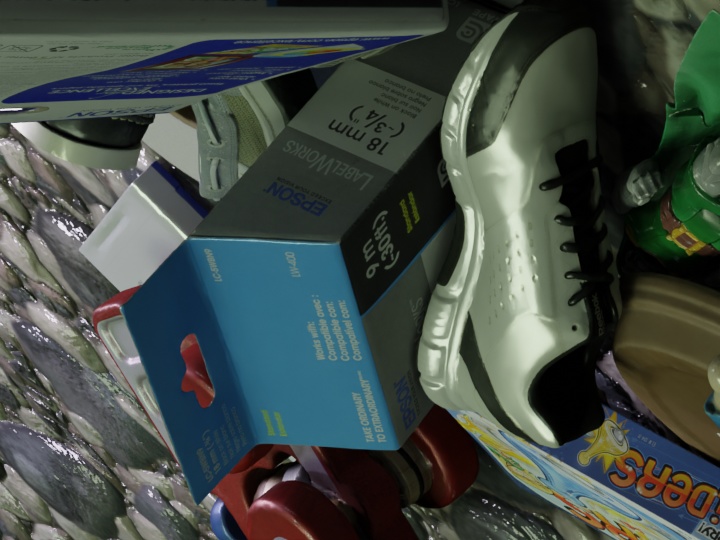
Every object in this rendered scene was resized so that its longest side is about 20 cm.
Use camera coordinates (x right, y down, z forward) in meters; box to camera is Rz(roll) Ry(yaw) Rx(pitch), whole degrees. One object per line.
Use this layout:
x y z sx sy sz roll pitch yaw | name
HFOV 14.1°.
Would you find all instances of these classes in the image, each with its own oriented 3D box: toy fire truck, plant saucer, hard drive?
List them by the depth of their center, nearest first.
0.182 0.069 1.194 0.200 0.030 0.200 33 170 7 | plant saucer
-0.046 0.088 1.506 0.168 0.112 0.200 -14 111 58 | toy fire truck
-0.062 0.035 1.589 0.200 0.025 0.132 45 156 -2 | hard drive

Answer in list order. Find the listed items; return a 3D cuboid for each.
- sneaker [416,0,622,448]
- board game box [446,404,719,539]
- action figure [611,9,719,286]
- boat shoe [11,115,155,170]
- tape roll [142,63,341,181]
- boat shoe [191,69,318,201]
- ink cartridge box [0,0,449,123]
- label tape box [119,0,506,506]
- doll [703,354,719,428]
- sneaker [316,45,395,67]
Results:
0.077 -0.018 1.167 0.080 0.074 0.200 33 133 37 | sneaker
0.135 0.106 1.333 0.200 0.035 0.135 28 170 33 | board game box
0.143 -0.027 1.130 0.118 0.055 0.200 40 161 -2 | action figure
-0.165 -0.121 1.376 0.200 0.072 0.068 36 119 34 | boat shoe
-0.080 -0.113 1.355 0.203 0.037 0.203 35 154 19 | tape roll
-0.062 -0.086 1.200 0.202 0.065 0.075 61 -161 -63 | boat shoe
-0.105 -0.085 1.020 0.200 0.197 0.047 -7 88 56 | ink cartridge box
0.000 0.000 1.209 0.063 0.200 0.144 25 151 29 | label tape box
0.195 0.044 1.055 0.136 0.049 0.200 18 129 -3 | doll
0.016 -0.148 1.100 0.200 0.078 0.100 -25 83 52 | sneaker
